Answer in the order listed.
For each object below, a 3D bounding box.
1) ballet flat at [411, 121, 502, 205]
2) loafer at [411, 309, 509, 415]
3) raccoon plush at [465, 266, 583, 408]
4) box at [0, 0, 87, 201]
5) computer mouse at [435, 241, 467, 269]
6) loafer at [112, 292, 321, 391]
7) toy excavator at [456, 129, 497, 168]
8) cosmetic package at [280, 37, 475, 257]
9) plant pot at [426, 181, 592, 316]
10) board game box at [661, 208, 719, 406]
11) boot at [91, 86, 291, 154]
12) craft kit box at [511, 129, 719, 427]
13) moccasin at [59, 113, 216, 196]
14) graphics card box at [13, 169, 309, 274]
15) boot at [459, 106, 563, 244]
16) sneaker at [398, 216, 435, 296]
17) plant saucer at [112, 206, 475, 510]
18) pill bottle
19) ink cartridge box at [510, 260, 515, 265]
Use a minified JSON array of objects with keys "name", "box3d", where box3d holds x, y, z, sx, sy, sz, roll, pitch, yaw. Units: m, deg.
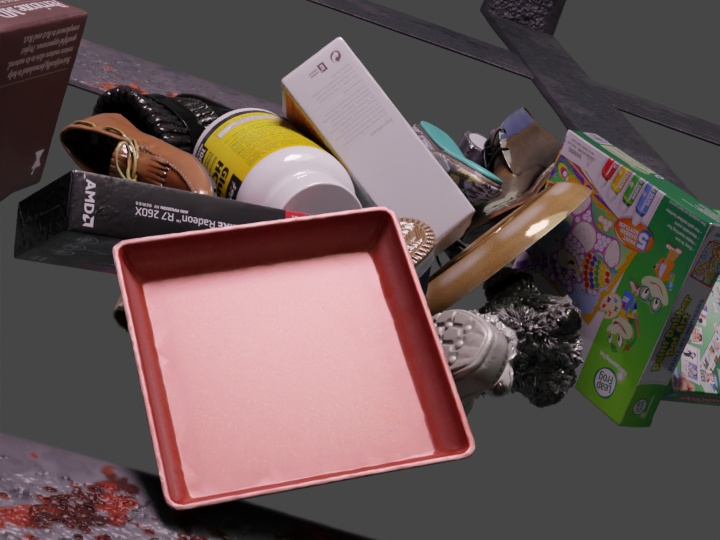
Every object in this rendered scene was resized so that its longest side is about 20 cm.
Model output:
[{"name":"ballet flat","box3d":[0.088,-0.093,1.492,0.071,0.073,0.200,14,15,-20]},{"name":"loafer","box3d":[0.057,0.075,1.043,0.070,0.070,0.200,36,-19,-13]},{"name":"raccoon plush","box3d":[0.097,0.055,1.250,0.133,0.098,0.200,5,12,-19]},{"name":"box","box3d":[-0.364,-0.167,1.212,0.198,0.166,0.166,24,19,8]},{"name":"computer mouse","box3d":[0.035,-0.064,1.461,0.199,0.053,0.138,24,15,-45]},{"name":"loafer","box3d":[-0.094,0.067,1.017,0.200,0.076,0.068,39,62,21]},{"name":"toy excavator","box3d":[0.198,-0.061,1.667,0.200,0.100,0.194,43,28,20]},{"name":"cosmetic package","box3d":[0.013,-0.101,1.338,0.201,0.071,0.101,52,-8,7]},{"name":"plant pot","box3d":[0.115,-0.019,1.287,0.028,0.199,0.200,53,22,0]},{"name":"board game box","box3d":[0.321,0.030,1.431,0.134,0.029,0.202,9,63,-34]},{"name":"boot","box3d":[-0.145,-0.123,1.454,0.209,0.080,0.158,17,9,20]},{"name":"craft kit box","box3d":[0.222,0.004,1.326,0.048,0.199,0.200,3,25,-35]},{"name":"moccasin","box3d":[-0.199,-0.088,1.318,0.077,0.074,0.201,-11,39,-42]},{"name":"graphics card box","box3d":[-0.154,-0.027,1.144,0.198,0.051,0.125,11,-14,-31]},{"name":"boot","box3d":[0.146,-0.101,1.558,0.199,0.075,0.097,-30,78,-42]},{"name":"sneaker","box3d":[-0.016,0.049,1.169,0.199,0.109,0.070,-34,54,-31]},{"name":"plant saucer","box3d":[-0.048,0.058,0.960,0.198,0.037,0.201,-8,56,-16]},{"name":"pill bottle","box3d":[-0.072,-0.067,1.306,0.111,0.114,0.200,11,15,-27]},{"name":"ink cartridge box","box3d":[0.281,0.016,1.545,0.163,0.076,0.200,10,23,-34]}]
